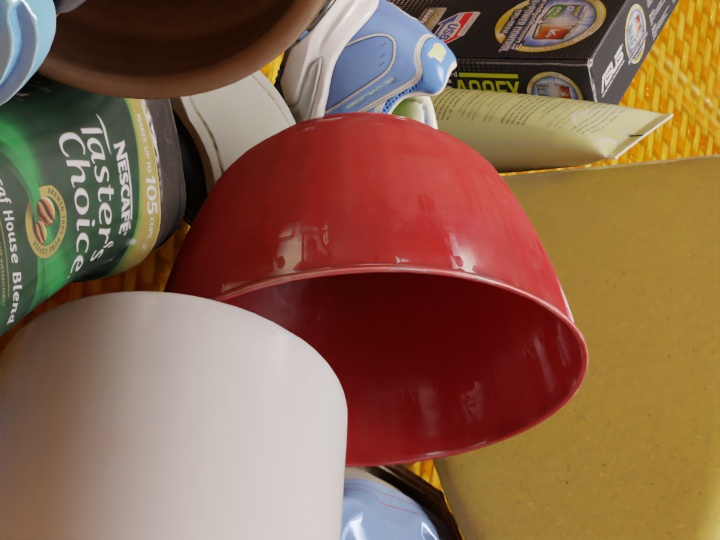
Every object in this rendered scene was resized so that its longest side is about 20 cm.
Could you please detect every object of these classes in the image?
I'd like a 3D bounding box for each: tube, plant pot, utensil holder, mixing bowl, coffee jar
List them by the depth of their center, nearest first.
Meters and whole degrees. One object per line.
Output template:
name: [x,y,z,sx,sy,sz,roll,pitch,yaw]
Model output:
plant pot: [-0.078,-0.196,1.191,0.175,0.199,0.201,-62,146,-54]
coffee jar: [-0.149,-0.030,1.197,0.200,0.085,0.105,-35,118,-59]
utensil holder: [-0.089,0.134,1.216,0.170,0.169,0.201,62,27,-47]
mixing bowl: [0.000,0.000,1.312,0.200,0.199,0.109,50,33,-55]
plant pot: [0.134,0.079,1.469,0.194,0.194,0.201,50,40,-58]
tube: [0.053,-0.069,1.486,0.052,0.199,0.058,52,46,-51]

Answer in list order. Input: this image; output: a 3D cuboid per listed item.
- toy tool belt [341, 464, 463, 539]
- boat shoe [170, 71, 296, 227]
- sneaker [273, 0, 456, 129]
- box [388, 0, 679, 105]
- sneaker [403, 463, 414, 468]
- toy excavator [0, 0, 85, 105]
toy tool belt: [-0.021,0.142,1.391,0.199,0.123,0.126,20,92,-48]
boat shoe: [-0.083,-0.068,1.360,0.200,0.062,0.075,57,48,-47]
sneaker: [-0.010,-0.056,1.439,0.076,0.077,0.200,-60,173,-37]
box: [0.087,-0.149,1.596,0.200,0.159,0.044,-56,140,-45]
sneaker: [0.029,0.032,1.546,0.200,0.073,0.116,-36,136,-58]
toy excavator: [-0.202,-0.118,1.039,0.195,0.100,0.200,52,35,-16]
